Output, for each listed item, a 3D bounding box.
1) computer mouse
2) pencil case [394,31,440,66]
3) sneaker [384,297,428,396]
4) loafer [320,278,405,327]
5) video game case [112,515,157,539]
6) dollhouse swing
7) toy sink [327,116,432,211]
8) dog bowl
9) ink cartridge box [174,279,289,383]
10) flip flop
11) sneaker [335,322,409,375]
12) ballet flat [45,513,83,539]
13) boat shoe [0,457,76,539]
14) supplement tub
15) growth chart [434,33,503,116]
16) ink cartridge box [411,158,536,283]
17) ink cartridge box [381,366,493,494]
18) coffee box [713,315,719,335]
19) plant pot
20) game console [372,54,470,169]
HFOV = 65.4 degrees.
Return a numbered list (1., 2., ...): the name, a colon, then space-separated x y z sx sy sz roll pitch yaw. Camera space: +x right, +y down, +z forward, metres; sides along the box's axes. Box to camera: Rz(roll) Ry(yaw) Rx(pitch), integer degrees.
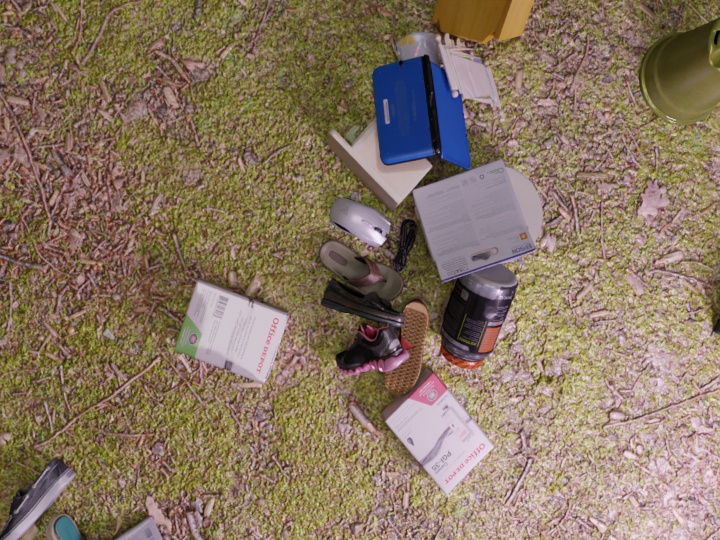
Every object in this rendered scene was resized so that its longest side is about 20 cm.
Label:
1. computer mouse: 0.024 -0.089 1.188 0.195 0.044 0.112 26 87 -3
2. pencil case: 0.132 -0.391 1.179 0.088 0.083 0.207 -12 91 -26
3. sneaker: 0.102 0.159 1.171 0.073 0.090 0.206 17 100 7
4. loafer: 0.006 0.063 1.137 0.195 0.071 0.065 13 86 30
5. video game case: -0.461 0.639 1.127 0.179 0.022 0.205 -27 92 -28
6. dollhouse swing: 0.291 -0.557 1.161 0.172 0.199 0.187 0 117 -42
7. toy sink: 0.039 -0.238 1.150 0.200 0.130 0.112 44 87 -1
8. dog bowl: 0.281 -0.114 1.187 0.192 0.079 0.208 0 89 -3
9. ink cartridge box: -0.257 0.123 1.148 0.194 0.084 0.150 20 88 -3
10. flip flop: 0.000 0.000 1.179 0.197 0.058 0.083 32 87 -2
11. sneaker: 0.011 0.151 1.122 0.078 0.197 0.098 -30 98 -42
12. ballet flat: -0.579 0.592 1.139 0.068 0.069 0.204 -28 89 -3
13. boat shoe: -0.667 0.468 1.125 0.068 0.072 0.201 41 85 -4
14. supplement tub: 0.232 0.088 1.132 0.118 0.123 0.206 13 116 -3
15. growth chart: 0.227 -0.406 1.157 0.196 0.017 0.150 -1 76 -45
16. ink cartridge box: 0.218 -0.094 1.099 0.193 0.041 0.206 -17 70 5
17. ink cartridge box: 0.160 0.331 1.171 0.146 0.083 0.201 -42 91 -3
18. coffee box: 0.846 0.052 1.199 0.043 0.123 0.205 25 89 0
19. plant pot: 0.724 -0.429 1.166 0.193 0.184 0.208 0 90 -3
20. game console: 0.120 -0.296 1.100 0.165 0.118 0.207 -8 76 13
